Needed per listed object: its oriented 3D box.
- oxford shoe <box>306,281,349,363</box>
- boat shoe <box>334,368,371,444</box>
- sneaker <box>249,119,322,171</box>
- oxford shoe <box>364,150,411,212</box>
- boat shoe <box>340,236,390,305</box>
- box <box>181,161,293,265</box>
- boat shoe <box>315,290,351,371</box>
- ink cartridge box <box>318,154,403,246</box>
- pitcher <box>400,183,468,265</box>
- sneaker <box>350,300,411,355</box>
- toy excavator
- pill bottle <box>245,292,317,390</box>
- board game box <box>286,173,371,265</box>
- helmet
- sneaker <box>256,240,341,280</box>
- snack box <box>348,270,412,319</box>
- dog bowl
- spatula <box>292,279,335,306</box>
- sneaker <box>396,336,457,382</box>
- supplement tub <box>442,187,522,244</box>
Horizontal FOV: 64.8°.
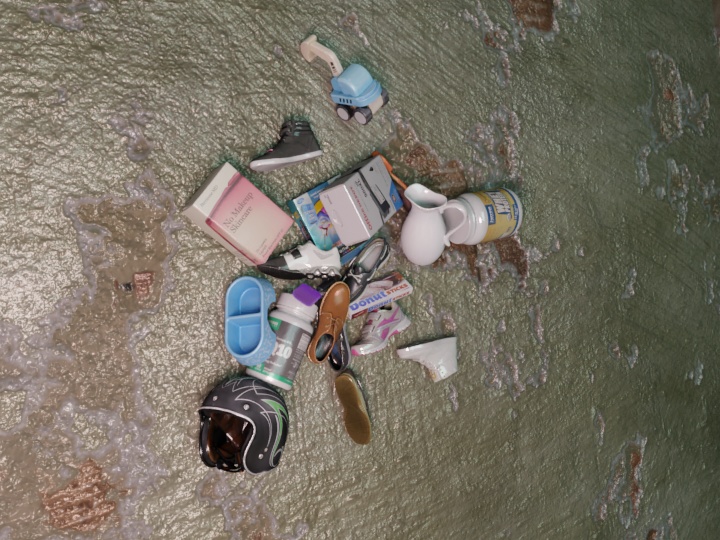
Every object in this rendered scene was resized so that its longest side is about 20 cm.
[{"bbox_3d":[-0.066,0.123,1.319,0.071,0.071,0.202,19,84,-13],"label":"oxford shoe"},{"bbox_3d":[-0.008,0.340,1.423,0.065,0.072,0.202,-47,128,-61],"label":"boat shoe"},{"bbox_3d":[-0.188,-0.300,1.349,0.199,0.070,0.100,-23,97,-35],"label":"sneaker"},{"bbox_3d":[0.076,-0.219,1.508,0.072,0.071,0.200,-42,105,-3],"label":"oxford shoe"},{"bbox_3d":[0.000,0.000,1.409,0.075,0.060,0.201,29,75,19],"label":"boat shoe"},{"bbox_3d":[-0.272,-0.121,1.265,0.200,0.109,0.128,41,69,-23],"label":"box"},{"bbox_3d":[-0.074,0.152,1.384,0.066,0.069,0.202,-43,122,-68],"label":"boat shoe"},{"bbox_3d":[0.006,-0.173,1.386,0.146,0.084,0.200,62,39,-16],"label":"ink cartridge box"},{"bbox_3d":[0.188,-0.107,1.470,0.121,0.170,0.201,-50,151,-41],"label":"pitcher"},{"bbox_3d":[0.040,0.147,1.456,0.200,0.081,0.089,-36,102,-39],"label":"sneaker"},{"bbox_3d":[-0.043,-0.484,1.412,0.100,0.193,0.201,-48,138,-22],"label":"toy excavator"},{"bbox_3d":[-0.177,0.162,1.307,0.112,0.113,0.202,27,74,-26],"label":"pill bottle"},{"bbox_3d":[-0.072,-0.116,1.418,0.150,0.047,0.201,-33,104,-27],"label":"board game box"},{"bbox_3d":[-0.248,0.325,1.215,0.198,0.199,0.193,2,84,-30],"label":"helmet"},{"bbox_3d":[-0.144,-0.026,1.345,0.198,0.074,0.090,2,72,-8],"label":"sneaker"},{"bbox_3d":[0.037,0.062,1.463,0.199,0.072,0.024,-22,143,-29],"label":"snack box"},{"bbox_3d":[-0.247,0.106,1.253,0.050,0.110,0.202,46,38,-68],"label":"dog bowl"},{"bbox_3d":[-0.101,0.043,1.347,0.056,0.200,0.021,31,108,10],"label":"spatula"},{"bbox_3d":[0.189,0.248,1.540,0.198,0.073,0.117,-4,87,-32],"label":"sneaker"},{"bbox_3d":[0.342,-0.152,1.605,0.198,0.144,0.146,-13,94,-30],"label":"supplement tub"}]
